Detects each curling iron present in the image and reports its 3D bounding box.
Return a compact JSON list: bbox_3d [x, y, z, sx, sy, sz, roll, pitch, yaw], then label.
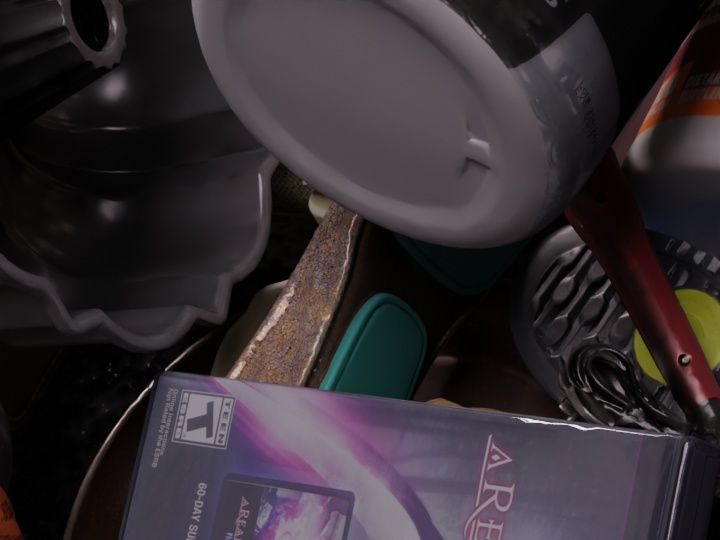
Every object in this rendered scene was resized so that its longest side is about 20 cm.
[{"bbox_3d":[0.061,-0.022,0.833,0.049,0.026,0.200,0,55,-23],"label":"curling iron"}]

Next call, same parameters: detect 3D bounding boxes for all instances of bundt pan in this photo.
[{"bbox_3d":[-0.109,-0.067,0.853,0.076,0.202,0.202,-14,52,29],"label":"bundt pan"}]

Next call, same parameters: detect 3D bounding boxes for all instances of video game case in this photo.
[{"bbox_3d":[0.001,0.105,0.767,0.200,0.019,0.143,4,79,45],"label":"video game case"}]

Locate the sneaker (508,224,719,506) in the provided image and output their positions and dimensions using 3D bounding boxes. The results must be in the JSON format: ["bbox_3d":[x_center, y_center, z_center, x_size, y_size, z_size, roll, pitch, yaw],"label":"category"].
[{"bbox_3d":[0.133,0.049,0.834,0.200,0.078,0.066,26,86,30],"label":"sneaker"}]

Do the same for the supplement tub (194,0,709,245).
[{"bbox_3d":[0.052,-0.115,0.805,0.122,0.123,0.200,18,55,30],"label":"supplement tub"}]

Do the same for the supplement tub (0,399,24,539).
[{"bbox_3d":[-0.185,0.031,0.885,0.122,0.123,0.200,-32,57,-2],"label":"supplement tub"}]

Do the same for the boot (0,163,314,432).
[{"bbox_3d":[-0.054,-0.025,0.962,0.154,0.072,0.200,8,61,23],"label":"boot"}]

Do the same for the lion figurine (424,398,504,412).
[{"bbox_3d":[0.028,0.130,0.783,0.122,0.072,0.200,3,63,33],"label":"lion figurine"}]

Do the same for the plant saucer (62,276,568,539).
[{"bbox_3d":[0.003,0.091,0.882,0.200,0.035,0.201,-11,55,16],"label":"plant saucer"}]

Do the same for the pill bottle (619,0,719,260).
[{"bbox_3d":[0.168,-0.082,0.882,0.114,0.114,0.200,15,64,29],"label":"pill bottle"}]

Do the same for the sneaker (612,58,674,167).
[{"bbox_3d":[0.075,-0.114,0.963,0.076,0.081,0.200,8,62,24],"label":"sneaker"}]

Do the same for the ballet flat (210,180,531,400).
[{"bbox_3d":[0.000,0.000,0.885,0.067,0.068,0.200,9,57,45],"label":"ballet flat"}]
